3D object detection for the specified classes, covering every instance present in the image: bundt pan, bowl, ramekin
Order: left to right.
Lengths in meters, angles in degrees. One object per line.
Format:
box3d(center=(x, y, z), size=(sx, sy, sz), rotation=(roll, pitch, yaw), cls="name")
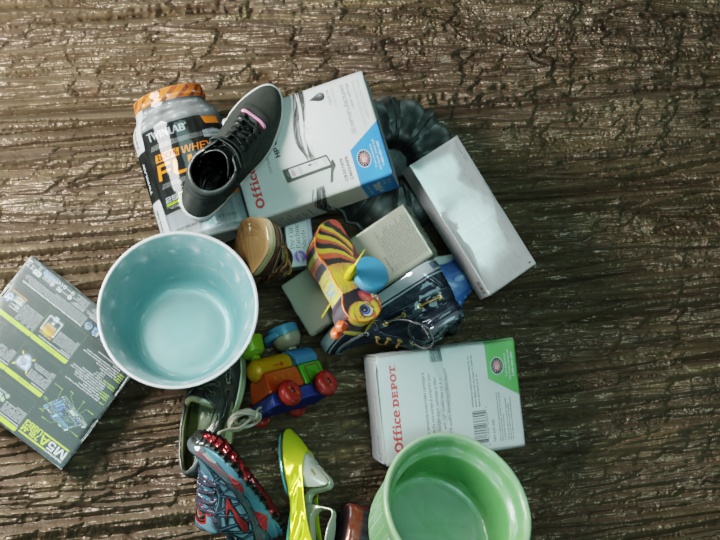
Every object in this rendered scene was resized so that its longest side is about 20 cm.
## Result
box3d(center=(-0.225, 0.064, 1.515), size=(0.197, 0.105, 0.204), rotation=(1, 69, -3), cls="bowl")
box3d(center=(0.047, -0.150, 1.666), size=(0.198, 0.076, 0.206), rotation=(2, 81, -12), cls="bundt pan")
box3d(center=(0.105, 0.315, 1.510), size=(0.197, 0.098, 0.203), rotation=(11, 54, -16), cls="ramekin")

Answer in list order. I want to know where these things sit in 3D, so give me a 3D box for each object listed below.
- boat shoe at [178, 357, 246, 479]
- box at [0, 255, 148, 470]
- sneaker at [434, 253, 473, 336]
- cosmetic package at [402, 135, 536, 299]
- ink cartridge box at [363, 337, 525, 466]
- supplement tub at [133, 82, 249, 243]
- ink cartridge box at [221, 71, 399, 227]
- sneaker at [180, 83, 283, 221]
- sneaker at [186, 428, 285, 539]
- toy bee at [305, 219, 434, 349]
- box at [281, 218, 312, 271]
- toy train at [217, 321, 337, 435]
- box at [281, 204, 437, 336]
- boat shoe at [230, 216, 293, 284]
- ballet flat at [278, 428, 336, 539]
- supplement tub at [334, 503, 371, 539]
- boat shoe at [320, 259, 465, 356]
box3d(center=(-0.196, 0.170, 1.562), size=(0.071, 0.066, 0.205), rotation=(3, 82, 24), cls="boat shoe")
box3d(center=(-0.401, 0.118, 1.547), size=(0.199, 0.047, 0.194), rotation=(37, 79, -6), cls="box")
box3d(center=(0.135, 0.032, 1.656), size=(0.196, 0.077, 0.113), rotation=(-11, 79, -10), cls="sneaker")
box3d(center=(0.144, -0.069, 1.609), size=(0.082, 0.051, 0.202), rotation=(-31, 88, -13), cls="cosmetic package")
box3d(center=(0.110, 0.173, 1.623), size=(0.196, 0.084, 0.149), rotation=(-5, 89, -13), cls="ink cartridge box")
box3d(center=(-0.224, -0.133, 1.580), size=(0.121, 0.122, 0.203), rotation=(-17, 85, -14), cls="supplement tub")
box3d(center=(-0.065, -0.153, 1.581), size=(0.197, 0.084, 0.148), rotation=(-19, 82, 5), cls="ink cartridge box")
box3d(center=(-0.150, -0.154, 1.486), size=(0.070, 0.099, 0.201), rotation=(34, 75, -4), cls="sneaker")
box3d(center=(-0.173, 0.290, 1.521), size=(0.095, 0.079, 0.201), rotation=(-34, 121, -6), cls="sneaker")
box3d(center=(-0.009, 0.030, 1.502), size=(0.199, 0.132, 0.108), rotation=(34, 45, 28), cls="toy bee")
box3d(center=(-0.092, -0.102, 1.647), size=(0.041, 0.039, 0.204), rotation=(-5, 83, -10), cls="box")
box3d(center=(-0.129, 0.134, 1.548), size=(0.198, 0.084, 0.117), rotation=(-9, 69, -49), cls="toy train")
box3d(center=(0.000, 0.000, 1.601), size=(0.198, 0.068, 0.083), rotation=(-32, 86, 9), cls="box")
box3d(center=(-0.121, -0.020, 1.548), size=(0.071, 0.200, 0.073), rotation=(-5, 73, -20), cls="boat shoe")
box3d(center=(-0.065, 0.300, 1.560), size=(0.066, 0.067, 0.203), rotation=(-13, 63, 18), cls="ballet flat")
box3d(center=(0.058, 0.381, 1.576), size=(0.197, 0.107, 0.109), rotation=(19, 78, -8), cls="supplement tub")
box3d(center=(0.041, 0.077, 1.589), size=(0.199, 0.071, 0.092), rotation=(-36, 79, 20), cls="boat shoe")
